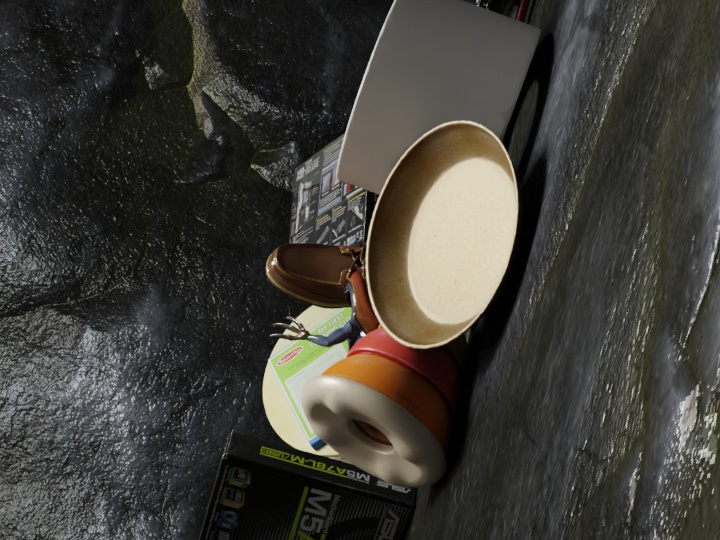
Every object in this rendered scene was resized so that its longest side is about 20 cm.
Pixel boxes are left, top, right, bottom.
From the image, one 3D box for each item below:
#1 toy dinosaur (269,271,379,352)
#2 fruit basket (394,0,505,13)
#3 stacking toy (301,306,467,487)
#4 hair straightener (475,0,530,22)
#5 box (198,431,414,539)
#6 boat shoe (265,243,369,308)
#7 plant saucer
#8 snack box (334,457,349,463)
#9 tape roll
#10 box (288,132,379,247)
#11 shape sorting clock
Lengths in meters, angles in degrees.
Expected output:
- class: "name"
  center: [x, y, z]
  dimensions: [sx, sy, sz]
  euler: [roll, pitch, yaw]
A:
- class: "toy dinosaur"
  center: [0.017, 0.085, 1.475]
  dimensions: [0.105, 0.199, 0.182]
  euler: [44, -130, -55]
- class: "fruit basket"
  center: [0.110, -0.364, 1.731]
  dimensions: [0.216, 0.155, 0.216]
  euler: [25, -90, -82]
- class: "stacking toy"
  center: [0.052, 0.082, 1.339]
  dimensions: [0.200, 0.146, 0.146]
  euler: [-55, -5, -27]
- class: "hair straightener"
  center: [0.134, -0.254, 1.552]
  dimensions: [0.041, 0.077, 0.201]
  euler: [-99, 25, -82]
- class: "box"
  center: [-0.063, 0.273, 1.474]
  dimensions: [0.048, 0.192, 0.201]
  euler: [-77, 5, -62]
- class: "boat shoe"
  center: [0.000, 0.000, 1.579]
  dimensions: [0.068, 0.199, 0.072]
  euler: [118, 159, -51]
- class: "plant saucer"
  center: [0.079, -0.028, 1.277]
  dimensions: [0.200, 0.035, 0.201]
  euler: [-24, 59, 48]
- class: "snack box"
  center: [-0.014, 0.238, 1.613]
  dimensions: [0.116, 0.037, 0.200]
  euler: [-61, 17, 7]
- class: "tape roll"
  center: [0.073, -0.158, 1.409]
  dimensions: [0.203, 0.139, 0.203]
  euler: [20, -90, -88]
- class: "box"
  center: [-0.020, -0.074, 1.732]
  dimensions: [0.200, 0.050, 0.158]
  euler: [-30, 52, 56]
- class: "shape sorting clock"
  center: [-0.017, 0.112, 1.625]
  dimensions: [0.039, 0.199, 0.201]
  euler: [46, -128, -55]
